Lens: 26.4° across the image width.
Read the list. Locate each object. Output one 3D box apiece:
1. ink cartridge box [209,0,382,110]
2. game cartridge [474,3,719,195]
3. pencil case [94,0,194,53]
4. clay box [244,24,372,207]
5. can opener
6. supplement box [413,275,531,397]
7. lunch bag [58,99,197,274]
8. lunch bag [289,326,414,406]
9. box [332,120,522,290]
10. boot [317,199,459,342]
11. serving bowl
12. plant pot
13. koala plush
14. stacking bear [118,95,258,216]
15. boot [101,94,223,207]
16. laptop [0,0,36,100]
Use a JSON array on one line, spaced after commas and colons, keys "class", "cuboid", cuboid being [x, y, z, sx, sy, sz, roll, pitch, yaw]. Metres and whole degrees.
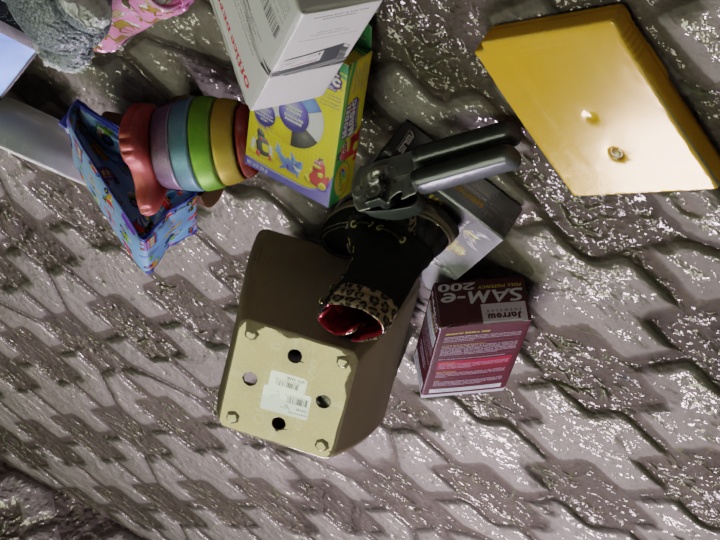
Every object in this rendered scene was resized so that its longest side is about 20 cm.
[{"class": "ink cartridge box", "cuboid": [-0.065, -0.256, 1.394, 0.200, 0.084, 0.145, 133, 121, -64]}, {"class": "game cartridge", "cuboid": [0.215, -0.149, 1.388, 0.176, 0.032, 0.200, 0, 136, 50]}, {"class": "pencil case", "cuboid": [-0.244, -0.292, 1.620, 0.086, 0.083, 0.200, 20, 163, -30]}, {"class": "clay box", "cuboid": [-0.054, -0.176, 1.552, 0.115, 0.048, 0.201, 28, 133, 23]}, {"class": "can opener", "cuboid": [0.080, -0.097, 1.552, 0.199, 0.054, 0.067, -14, 149, 31]}, {"class": "supplement box", "cuboid": [0.128, 0.080, 1.791, 0.108, 0.061, 0.200, -4, 154, -8]}, {"class": "lunch bag", "cuboid": [-0.295, -0.111, 1.853, 0.200, 0.094, 0.151, 45, 165, 7]}, {"class": "lunch bag", "cuboid": [-0.045, 0.063, 1.888, 0.118, 0.164, 0.200, -41, 96, 19]}, {"class": "box", "cuboid": [0.068, -0.064, 1.683, 0.158, 0.048, 0.200, 37, 155, -5]}, {"class": "boot", "cuboid": [0.000, 0.000, 1.640, 0.199, 0.151, 0.073, 1, 139, 47]}, {"class": "serving bowl", "cuboid": [-0.439, -0.181, 2.020, 0.199, 0.066, 0.200, 25, 179, 1]}, {"class": "plant pot", "cuboid": [-0.062, 0.097, 1.718, 0.199, 0.177, 0.201, 17, 112, 5]}, {"class": "koala plush", "cuboid": [-0.322, -0.298, 1.531, 0.201, 0.183, 0.177, 56, 153, -4]}, {"class": "stacking bear", "cuboid": [-0.151, -0.140, 1.701, 0.199, 0.114, 0.122, -4, 130, 11]}, {"class": "boot", "cuboid": [-0.249, -0.168, 1.867, 0.155, 0.077, 0.200, 29, 161, 20]}, {"class": "laptop", "cuboid": [-0.444, -0.264, 1.813, 0.177, 0.104, 0.199, 25, 171, -41]}]
